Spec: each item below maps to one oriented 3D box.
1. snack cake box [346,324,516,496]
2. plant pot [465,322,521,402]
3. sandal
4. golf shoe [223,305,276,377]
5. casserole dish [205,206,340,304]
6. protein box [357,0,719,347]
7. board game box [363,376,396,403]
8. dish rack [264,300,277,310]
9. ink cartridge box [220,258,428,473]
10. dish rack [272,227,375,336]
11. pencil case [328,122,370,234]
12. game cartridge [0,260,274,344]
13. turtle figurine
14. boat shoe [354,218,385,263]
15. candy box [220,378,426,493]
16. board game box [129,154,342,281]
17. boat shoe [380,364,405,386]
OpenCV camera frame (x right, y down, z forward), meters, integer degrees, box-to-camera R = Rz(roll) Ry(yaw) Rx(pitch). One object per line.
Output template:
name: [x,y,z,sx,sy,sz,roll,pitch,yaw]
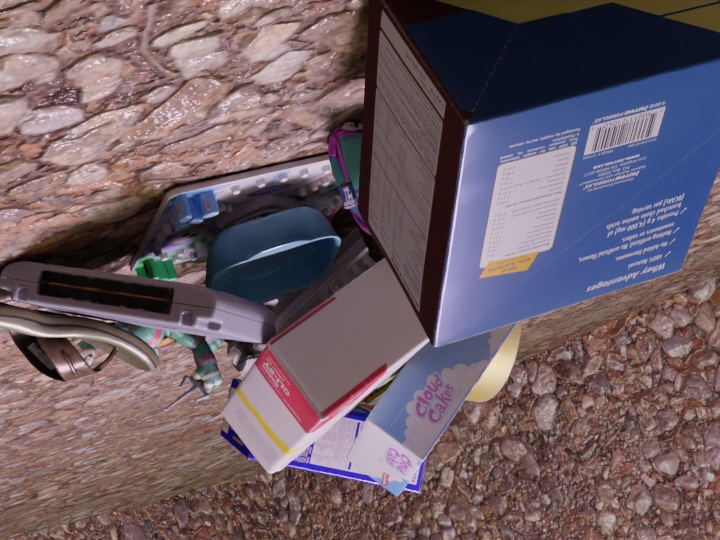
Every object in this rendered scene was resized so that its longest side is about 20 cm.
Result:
snack cake box: [0.074,0.108,1.194,0.200,0.067,0.115,-52,174,-27]
plant pot: [0.081,0.052,1.453,0.141,0.201,0.200,4,160,-21]
sandal: [-0.268,0.064,1.054,0.200,0.058,0.080,16,172,-37]
golf shoe: [-0.099,0.095,1.325,0.072,0.093,0.200,-22,169,10]
casserole dish: [-0.083,-0.010,1.087,0.120,0.039,0.200,-17,168,-11]
protein box: [0.115,-0.085,0.790,0.197,0.135,0.201,-16,143,-16]
board game box: [-0.036,0.097,1.468,0.048,0.102,0.200,-34,-169,-20]
dish rack: [-0.070,0.021,1.362,0.171,0.044,0.200,-24,167,24]
ink cartridge box: [-0.033,0.091,1.114,0.145,0.084,0.200,-36,172,-28]
dish rack: [0.000,0.000,1.255,0.200,0.044,0.171,-43,160,13]
pencil case: [0.075,-0.100,0.952,0.199,0.093,0.085,-21,-154,2]
game cartridge: [-0.179,0.028,1.019,0.199,0.042,0.133,7,177,20]
turtle figurine: [-0.202,0.069,1.210,0.149,0.101,0.200,16,-177,3]
boat shoe: [0.063,-0.045,1.036,0.070,0.071,0.200,-43,-165,-35]
candy box: [-0.041,0.182,1.378,0.199,0.078,0.169,15,177,-17]
board game box: [-0.090,-0.044,1.079,0.199,0.026,0.200,-15,167,-24]
boat shoe: [0.036,0.039,1.219,0.065,0.072,0.200,1,133,-54]
